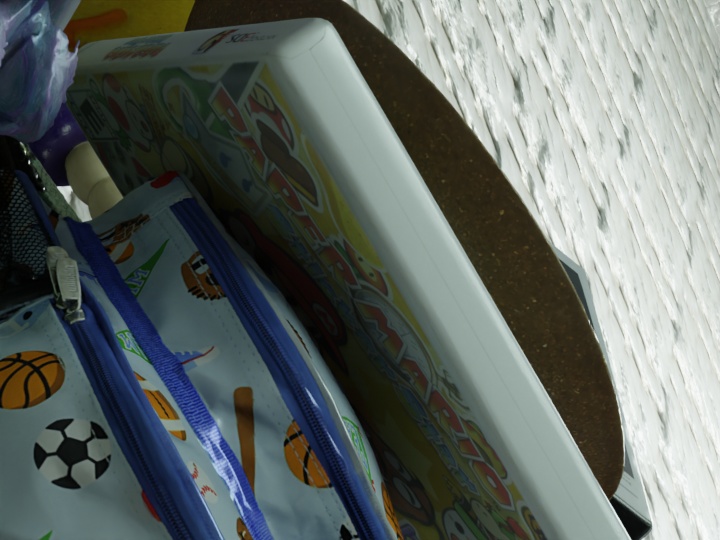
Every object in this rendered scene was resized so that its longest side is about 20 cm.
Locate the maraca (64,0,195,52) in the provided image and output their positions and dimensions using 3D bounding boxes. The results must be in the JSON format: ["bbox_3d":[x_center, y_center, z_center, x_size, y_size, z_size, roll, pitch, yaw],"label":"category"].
[{"bbox_3d":[-0.085,-0.120,1.089,0.137,0.107,0.200,29,-4,11],"label":"maraca"}]

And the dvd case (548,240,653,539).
[{"bbox_3d":[0.041,0.010,1.153,0.150,0.025,0.200,39,20,-21],"label":"dvd case"}]

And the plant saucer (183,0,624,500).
[{"bbox_3d":[0.000,0.000,0.904,0.200,0.037,0.200,47,-21,24],"label":"plant saucer"}]

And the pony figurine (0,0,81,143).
[{"bbox_3d":[-0.061,-0.130,0.785,0.166,0.200,0.193,35,8,-27],"label":"pony figurine"}]

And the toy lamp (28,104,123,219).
[{"bbox_3d":[-0.060,0.015,1.022,0.200,0.058,0.058,57,6,35],"label":"toy lamp"}]

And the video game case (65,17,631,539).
[{"bbox_3d":[-0.004,0.020,0.856,0.200,0.023,0.182,60,-20,-14],"label":"video game case"}]

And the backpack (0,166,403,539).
[{"bbox_3d":[-0.064,0.079,0.809,0.200,0.154,0.191,59,5,-32],"label":"backpack"}]

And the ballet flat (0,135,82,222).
[{"bbox_3d":[-0.134,-0.028,0.943,0.074,0.074,0.200,-91,157,-50],"label":"ballet flat"}]
